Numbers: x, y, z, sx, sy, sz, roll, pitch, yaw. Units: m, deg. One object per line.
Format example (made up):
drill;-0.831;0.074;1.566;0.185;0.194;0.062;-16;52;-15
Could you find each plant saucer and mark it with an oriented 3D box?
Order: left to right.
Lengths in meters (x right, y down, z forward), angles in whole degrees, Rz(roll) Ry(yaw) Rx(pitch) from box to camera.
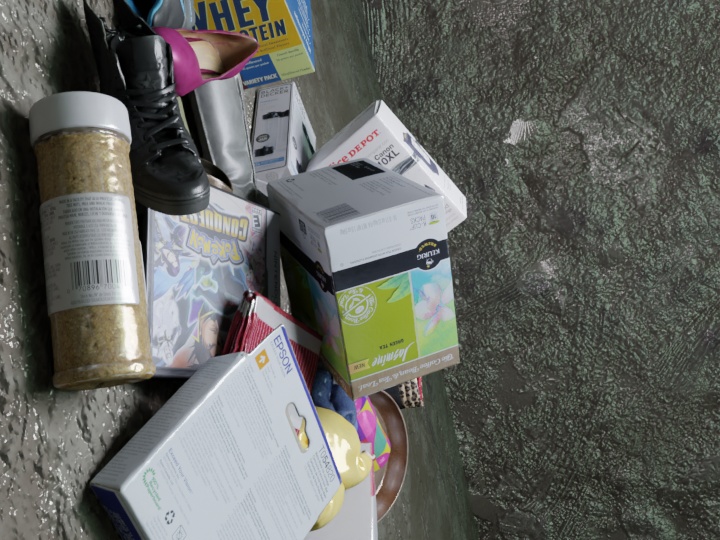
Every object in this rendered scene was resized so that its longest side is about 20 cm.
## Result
plant saucer;-0.004;0.267;1.083;0.200;0.034;0.201;5;84;-48

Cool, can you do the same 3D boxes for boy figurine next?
boy figurine;-0.036;0.194;0.818;0.124;0.064;0.200;31;38;-24

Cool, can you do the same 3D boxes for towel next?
towel;-0.093;0.135;0.710;0.144;0.023;0.200;43;57;-55

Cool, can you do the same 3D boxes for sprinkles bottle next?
sprinkles bottle;-0.188;-0.020;0.525;0.068;0.068;0.200;34;46;-75

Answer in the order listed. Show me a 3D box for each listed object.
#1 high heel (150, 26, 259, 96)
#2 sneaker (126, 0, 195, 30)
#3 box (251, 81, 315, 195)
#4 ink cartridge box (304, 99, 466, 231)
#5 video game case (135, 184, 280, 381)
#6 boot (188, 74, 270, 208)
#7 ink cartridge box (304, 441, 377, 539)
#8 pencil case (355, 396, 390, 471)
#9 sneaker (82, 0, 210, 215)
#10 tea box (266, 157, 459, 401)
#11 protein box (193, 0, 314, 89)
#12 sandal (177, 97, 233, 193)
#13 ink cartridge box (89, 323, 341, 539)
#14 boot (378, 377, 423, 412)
high heel;-0.147;-0.214;0.720;0.068;0.096;0.200;64;-1;-16
sneaker;-0.208;-0.321;0.720;0.082;0.073;0.200;-58;136;-75
box;-0.112;-0.171;1.108;0.117;0.060;0.200;68;15;-45
ink cartridge box;0.037;-0.121;1.093;0.200;0.145;0.084;47;22;-16
video game case;-0.136;0.012;0.699;0.200;0.025;0.181;20;66;-61
boot;-0.146;-0.138;0.904;0.182;0.072;0.200;-2;76;-80
ink cartridge box;-0.021;0.318;0.896;0.200;0.085;0.146;89;1;-45
pencil case;-0.028;0.172;0.974;0.088;0.088;0.200;-78;149;-65
sneaker;-0.172;-0.136;0.595;0.200;0.060;0.104;50;-38;39
tea box;0.000;0.000;0.832;0.200;0.133;0.197;-140;-144;-61
protein box;-0.150;-0.361;0.901;0.199;0.135;0.200;62;19;-57
sandal;-0.162;-0.091;0.758;0.080;0.057;0.201;-72;148;-73
ink cartridge box;-0.104;0.177;0.626;0.200;0.041;0.200;-47;129;-44
boot;0.017;0.146;1.200;0.073;0.150;0.200;64;17;-54
